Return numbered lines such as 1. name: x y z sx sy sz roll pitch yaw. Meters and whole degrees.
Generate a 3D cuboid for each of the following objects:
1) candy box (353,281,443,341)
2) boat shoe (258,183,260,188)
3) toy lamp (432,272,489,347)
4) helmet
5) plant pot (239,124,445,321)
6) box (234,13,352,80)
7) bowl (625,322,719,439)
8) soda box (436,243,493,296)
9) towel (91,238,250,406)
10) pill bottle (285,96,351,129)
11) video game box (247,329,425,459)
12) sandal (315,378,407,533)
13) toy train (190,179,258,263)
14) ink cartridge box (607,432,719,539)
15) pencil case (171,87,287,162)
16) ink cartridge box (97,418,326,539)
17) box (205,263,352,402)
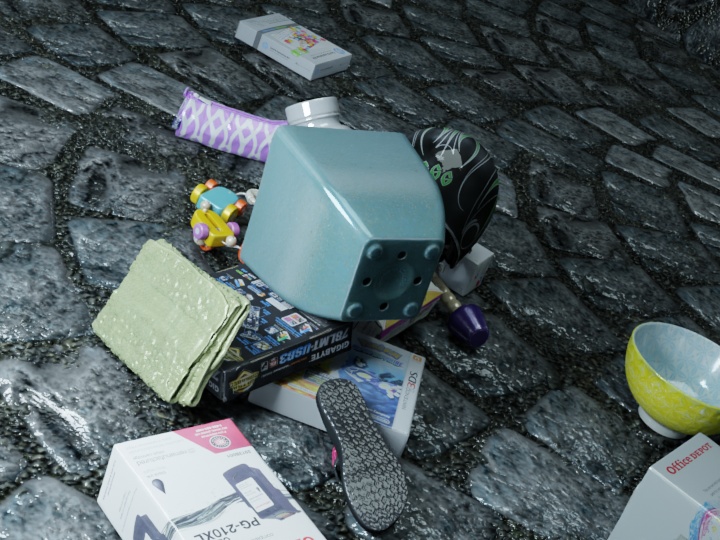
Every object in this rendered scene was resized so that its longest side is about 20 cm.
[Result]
1. candy box: 0.000 0.000 1.613 0.136 0.061 0.200 -29 72 -42
2. boat shoe: -0.075 -0.124 1.838 0.199 0.068 0.072 -3 37 -39
3. toy lamp: 0.130 0.040 1.717 0.058 0.058 0.200 3 35 -31
4. helmet: 0.117 -0.120 1.735 0.199 0.200 0.191 25 61 5
5. plant pot: -0.005 -0.041 1.418 0.195 0.197 0.200 0 33 -32
6. box: -0.139 -0.469 2.414 0.199 0.041 0.156 33 30 17
7. bowl: 0.459 0.176 1.664 0.199 0.108 0.201 18 28 -10
8. soda box: 0.107 -0.043 1.836 0.199 0.064 0.068 32 30 18
9. towel: -0.221 0.058 1.338 0.199 0.149 0.036 31 -4 38
10. pill bottle: -0.053 -0.156 1.753 0.110 0.202 0.111 -12 2 0
11. video game box: -0.023 0.136 1.454 0.199 0.047 0.182 21 26 -1
12. sandal: -0.001 0.214 1.325 0.075 0.045 0.201 -4 49 -22
13. toy train: -0.178 -0.052 1.664 0.149 0.056 0.201 15 30 -24
14. ink cartridge box: 0.415 0.319 1.349 0.200 0.145 0.145 40 33 28
15. pencil case: -0.211 -0.239 1.921 0.199 0.086 0.084 16 31 -14
16. ink cartridge box: -0.142 0.251 1.130 0.144 0.085 0.200 -8 40 -42
17. box: -0.145 0.066 1.420 0.198 0.050 0.199 -21 38 -38
